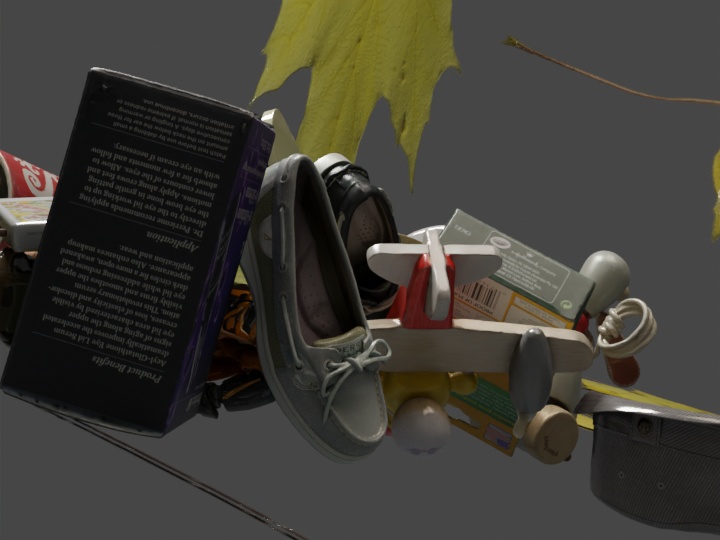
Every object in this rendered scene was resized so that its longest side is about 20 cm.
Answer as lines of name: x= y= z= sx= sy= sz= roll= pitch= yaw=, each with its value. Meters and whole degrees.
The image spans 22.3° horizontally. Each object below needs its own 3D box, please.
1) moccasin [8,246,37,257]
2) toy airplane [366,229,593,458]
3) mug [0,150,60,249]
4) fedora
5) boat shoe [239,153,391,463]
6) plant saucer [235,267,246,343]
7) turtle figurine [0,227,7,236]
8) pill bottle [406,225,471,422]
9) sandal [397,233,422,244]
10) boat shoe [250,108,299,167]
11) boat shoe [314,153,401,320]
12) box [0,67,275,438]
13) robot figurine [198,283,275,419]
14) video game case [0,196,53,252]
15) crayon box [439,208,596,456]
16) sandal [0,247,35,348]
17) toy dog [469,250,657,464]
moccasin: x=-0.268 y=0.006 z=1.497 sx=0.077 sy=0.074 sz=0.201 roll=14 pitch=1 yaw=-3
toy airplane: x=0.047 y=0.067 z=1.354 sx=0.199 sy=0.142 sz=0.199 roll=-22 pitch=-34 yaw=31
mug: x=-0.330 y=-0.044 z=1.725 sx=0.176 sy=0.135 sz=0.200 roll=19 pitch=-1 yaw=32
fedora: x=0.249 y=0.150 z=1.371 sx=0.198 sy=0.091 sz=0.176 roll=9 pitch=-3 yaw=29
boat shoe: x=-0.027 y=0.026 z=1.199 sx=0.074 sy=0.204 sz=0.065 roll=-12 pitch=-8 yaw=-42
plant saucer: x=-0.126 y=0.021 z=1.481 sx=0.198 sy=0.048 sz=0.200 roll=16 pitch=-23 yaw=-5
turtle figurine: x=-0.266 y=-0.026 z=1.204 sx=0.064 sy=0.163 sz=0.200 roll=-12 pitch=17 yaw=-11
pill bottle: x=0.097 y=0.058 z=1.671 sx=0.114 sy=0.115 sz=0.200 roll=17 pitch=-24 yaw=35
sandal: x=-0.023 y=0.011 z=1.584 sx=0.209 sy=0.078 sz=0.070 roll=3 pitch=-20 yaw=-9
boat shoe: x=-0.064 y=-0.043 z=1.476 sx=0.063 sy=0.074 sz=0.202 roll=-12 pitch=-48 yaw=14
boat shoe: x=0.000 y=0.000 z=1.439 sx=0.060 sy=0.075 sz=0.201 roll=37 pitch=-22 yaw=39
box: x=-0.132 y=-0.011 z=1.123 sx=0.103 sy=0.202 sz=0.148 roll=16 pitch=2 yaw=2
robot figurine: x=-0.109 y=0.036 z=1.290 sx=0.199 sy=0.145 sz=0.059 roll=7 pitch=-47 yaw=36
video game case: x=-0.168 y=-0.038 z=1.311 sx=0.180 sy=0.023 sz=0.200 roll=-3 pitch=8 yaw=-16
crayon box: x=0.102 y=0.054 z=1.488 sx=0.125 sy=0.052 sz=0.201 roll=28 pitch=-38 yaw=9
sandal: x=-0.248 y=0.019 z=1.292 sx=0.057 sy=0.081 sz=0.201 roll=17 pitch=-8 yaw=-25
toy dog: x=0.191 y=0.092 z=1.615 sx=0.096 sy=0.200 sz=0.132 roll=36 pitch=13 yaw=-40
